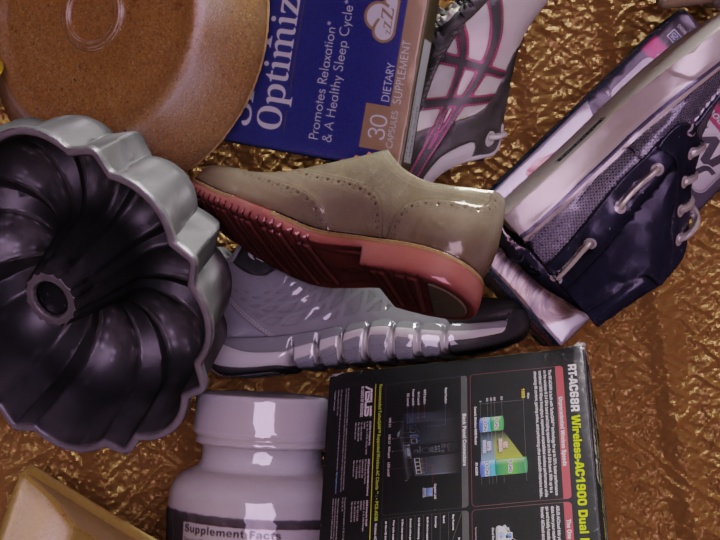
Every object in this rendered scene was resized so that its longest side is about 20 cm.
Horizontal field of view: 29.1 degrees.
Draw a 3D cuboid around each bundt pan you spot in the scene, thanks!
[{"bbox_3d":[-0.158,0.000,0.796,0.199,0.076,0.204,10,119,19],"label":"bundt pan"}]

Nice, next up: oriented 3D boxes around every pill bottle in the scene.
[{"bbox_3d":[-0.061,0.174,0.813,0.109,0.111,0.203,3,87,-5],"label":"pill bottle"}]

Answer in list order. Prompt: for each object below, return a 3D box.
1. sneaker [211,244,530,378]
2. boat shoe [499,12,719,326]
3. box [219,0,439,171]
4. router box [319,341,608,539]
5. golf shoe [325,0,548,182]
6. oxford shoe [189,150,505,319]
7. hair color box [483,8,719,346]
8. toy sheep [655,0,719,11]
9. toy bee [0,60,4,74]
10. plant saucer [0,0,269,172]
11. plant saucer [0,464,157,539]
[{"bbox_3d":[0.000,0.000,0.838,0.197,0.075,0.117,-5,82,5],"label":"sneaker"},{"bbox_3d":[0.172,-0.058,0.803,0.200,0.075,0.093,-42,96,9],"label":"boat shoe"},{"bbox_3d":[-0.058,-0.134,0.821,0.198,0.032,0.123,11,95,15],"label":"box"},{"bbox_3d":[0.056,0.141,0.736,0.148,0.062,0.202,-7,48,12],"label":"router box"},{"bbox_3d":[0.066,-0.120,0.864,0.088,0.077,0.200,44,93,-9],"label":"golf shoe"},{"bbox_3d":[-0.009,-0.033,0.784,0.198,0.071,0.075,18,71,25],"label":"oxford shoe"},{"bbox_3d":[0.157,-0.056,0.869,0.200,0.061,0.100,-44,91,-5],"label":"hair color box"},{"bbox_3d":[0.231,-0.225,0.849,0.136,0.138,0.202,-10,59,-5],"label":"toy sheep"},{"bbox_3d":[-0.271,-0.134,0.823,0.129,0.109,0.202,18,116,7],"label":"toy bee"},{"bbox_3d":[-0.148,-0.148,0.815,0.198,0.035,0.203,0,90,23],"label":"plant saucer"},{"bbox_3d":[-0.162,0.233,0.785,0.048,0.199,0.202,20,86,-39],"label":"plant saucer"}]
